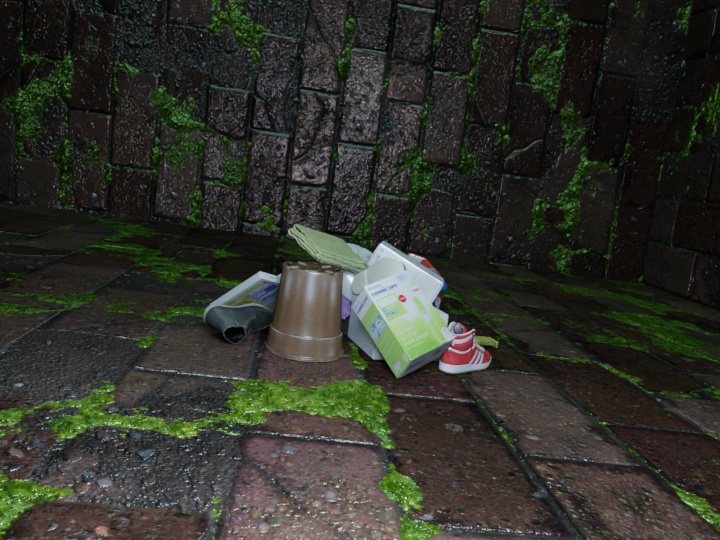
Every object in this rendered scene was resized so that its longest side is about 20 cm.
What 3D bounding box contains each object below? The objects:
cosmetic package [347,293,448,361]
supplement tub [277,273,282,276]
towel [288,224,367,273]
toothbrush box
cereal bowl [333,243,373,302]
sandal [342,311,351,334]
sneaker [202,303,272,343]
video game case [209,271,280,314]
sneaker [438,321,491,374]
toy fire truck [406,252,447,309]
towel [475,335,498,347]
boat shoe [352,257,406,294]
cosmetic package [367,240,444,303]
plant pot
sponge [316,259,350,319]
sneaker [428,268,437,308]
[{"bbox_3d":[0.091,0.142,1.680,0.194,0.127,0.199,3,10,-21],"label":"cosmetic package"},{"bbox_3d":[-0.144,0.073,1.825,0.142,0.150,0.198,13,10,33],"label":"supplement tub"},{"bbox_3d":[-0.083,-0.054,1.678,0.197,0.037,0.148,14,24,-46],"label":"towel"},{"bbox_3d":[0.097,0.119,1.498,0.143,0.087,0.202,-18,62,-35],"label":"toothbrush box"},{"bbox_3d":[0.000,0.000,1.812,0.197,0.084,0.203,32,30,-21],"label":"cereal bowl"},{"bbox_3d":[0.027,0.137,1.801,0.194,0.079,0.043,5,10,-18],"label":"sandal"},{"bbox_3d":[-0.280,0.137,1.603,0.196,0.077,0.106,3,24,-45],"label":"sneaker"},{"bbox_3d":[-0.253,0.070,1.665,0.197,0.023,0.180,-30,-29,31],"label":"video game case"},{"bbox_3d":[0.266,0.182,1.604,0.070,0.116,0.197,15,11,40],"label":"sneaker"},{"bbox_3d":[0.163,0.063,1.911,0.163,0.206,0.112,18,6,1],"label":"toy fire truck"},{"bbox_3d":[0.288,0.197,1.868,0.193,0.019,0.086,6,3,-8],"label":"towel"},{"bbox_3d":[0.057,0.019,1.653,0.060,0.075,0.198,11,-22,-35],"label":"boat shoe"},{"bbox_3d":[0.121,0.005,1.726,0.197,0.075,0.102,34,10,4],"label":"cosmetic package"},{"bbox_3d":[-0.124,0.090,1.562,0.193,0.205,0.200,7,9,-1],"label":"plant pot"},{"bbox_3d":[-0.075,0.032,1.788,0.110,0.030,0.203,35,29,-23],"label":"sponge"},{"bbox_3d":[0.190,0.102,1.812,0.078,0.206,0.115,-1,20,-16],"label":"sneaker"}]
